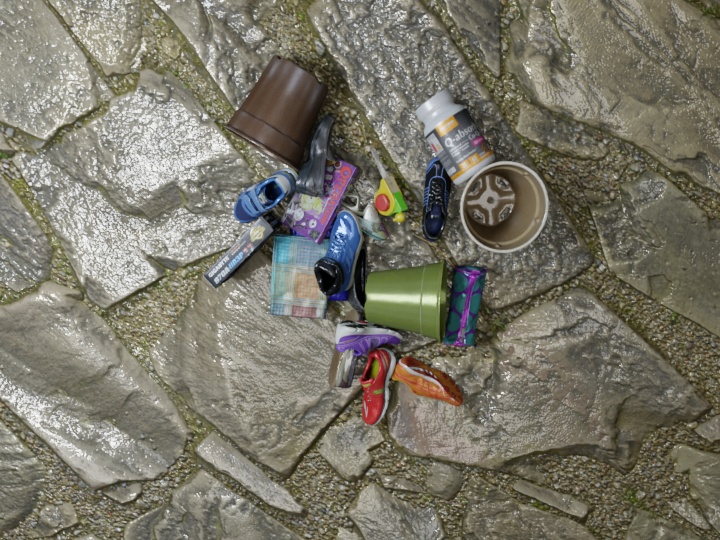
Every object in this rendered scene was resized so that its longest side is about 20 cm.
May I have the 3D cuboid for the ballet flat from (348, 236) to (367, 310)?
[{"bbox_3d":[0.000,0.000,1.689,0.066,0.056,0.204,-16,112,-40],"label":"ballet flat"}]

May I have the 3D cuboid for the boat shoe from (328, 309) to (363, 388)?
[{"bbox_3d":[-0.027,0.201,1.735,0.064,0.072,0.204,16,89,-27],"label":"boat shoe"}]

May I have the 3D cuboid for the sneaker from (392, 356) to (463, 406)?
[{"bbox_3d":[0.174,0.293,1.758,0.198,0.073,0.078,31,120,-1],"label":"sneaker"}]

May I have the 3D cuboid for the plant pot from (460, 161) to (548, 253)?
[{"bbox_3d":[0.319,-0.158,1.601,0.196,0.184,0.205,0,102,0],"label":"plant pot"}]

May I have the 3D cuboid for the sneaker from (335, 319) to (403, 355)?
[{"bbox_3d":[0.016,0.170,1.687,0.197,0.080,0.085,5,103,-36],"label":"sneaker"}]

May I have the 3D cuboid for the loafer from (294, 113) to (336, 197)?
[{"bbox_3d":[-0.090,-0.268,1.609,0.071,0.073,0.203,19,87,-1],"label":"loafer"}]

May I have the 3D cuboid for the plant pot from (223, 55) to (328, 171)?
[{"bbox_3d":[-0.180,-0.365,1.568,0.198,0.200,0.200,30,93,-5],"label":"plant pot"}]

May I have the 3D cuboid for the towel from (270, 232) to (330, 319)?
[{"bbox_3d":[-0.147,0.015,1.670,0.144,0.022,0.204,4,99,-1],"label":"towel"}]

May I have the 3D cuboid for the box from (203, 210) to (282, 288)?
[{"bbox_3d":[-0.277,-0.052,1.637,0.046,0.159,0.200,45,99,-5],"label":"box"}]

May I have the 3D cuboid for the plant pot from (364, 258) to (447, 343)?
[{"bbox_3d":[0.110,0.068,1.659,0.186,0.200,0.204,3,102,12],"label":"plant pot"}]

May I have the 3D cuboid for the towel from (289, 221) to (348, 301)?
[{"bbox_3d":[-0.102,-0.021,1.698,0.145,0.050,0.204,-1,101,1],"label":"towel"}]

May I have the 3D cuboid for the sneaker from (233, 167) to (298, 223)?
[{"bbox_3d":[-0.238,-0.175,1.640,0.199,0.083,0.074,-33,104,26],"label":"sneaker"}]

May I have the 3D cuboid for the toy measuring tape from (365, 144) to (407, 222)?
[{"bbox_3d":[0.051,-0.203,1.662,0.073,0.074,0.202,-28,83,6],"label":"toy measuring tape"}]

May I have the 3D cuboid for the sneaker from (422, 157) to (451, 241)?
[{"bbox_3d":[0.186,-0.170,1.653,0.069,0.078,0.204,3,101,0],"label":"sneaker"}]

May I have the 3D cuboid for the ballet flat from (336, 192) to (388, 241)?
[{"bbox_3d":[-0.010,-0.144,1.663,0.198,0.069,0.072,28,112,-1],"label":"ballet flat"}]

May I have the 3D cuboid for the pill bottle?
[{"bbox_3d":[0.219,-0.313,1.601,0.115,0.116,0.202,-33,91,6],"label":"pill bottle"}]

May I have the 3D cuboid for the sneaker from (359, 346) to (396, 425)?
[{"bbox_3d":[0.027,0.293,1.732,0.076,0.084,0.204,13,95,42],"label":"sneaker"}]

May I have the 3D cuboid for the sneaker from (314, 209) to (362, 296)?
[{"bbox_3d":[-0.055,-0.037,1.609,0.076,0.111,0.204,18,110,22],"label":"sneaker"}]

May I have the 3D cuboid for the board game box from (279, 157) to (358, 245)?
[{"bbox_3d":[-0.099,-0.177,1.638,0.119,0.032,0.202,28,90,19],"label":"board game box"}]

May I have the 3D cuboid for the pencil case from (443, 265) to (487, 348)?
[{"bbox_3d":[0.260,0.089,1.696,0.083,0.092,0.204,7,100,-1],"label":"pencil case"}]
